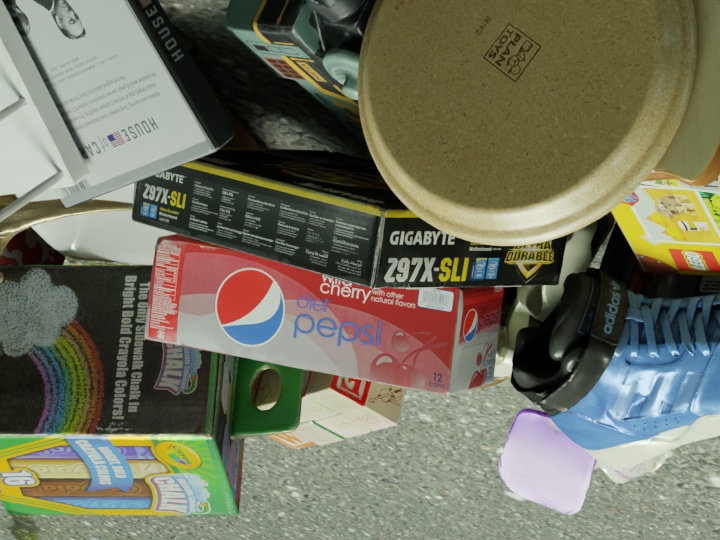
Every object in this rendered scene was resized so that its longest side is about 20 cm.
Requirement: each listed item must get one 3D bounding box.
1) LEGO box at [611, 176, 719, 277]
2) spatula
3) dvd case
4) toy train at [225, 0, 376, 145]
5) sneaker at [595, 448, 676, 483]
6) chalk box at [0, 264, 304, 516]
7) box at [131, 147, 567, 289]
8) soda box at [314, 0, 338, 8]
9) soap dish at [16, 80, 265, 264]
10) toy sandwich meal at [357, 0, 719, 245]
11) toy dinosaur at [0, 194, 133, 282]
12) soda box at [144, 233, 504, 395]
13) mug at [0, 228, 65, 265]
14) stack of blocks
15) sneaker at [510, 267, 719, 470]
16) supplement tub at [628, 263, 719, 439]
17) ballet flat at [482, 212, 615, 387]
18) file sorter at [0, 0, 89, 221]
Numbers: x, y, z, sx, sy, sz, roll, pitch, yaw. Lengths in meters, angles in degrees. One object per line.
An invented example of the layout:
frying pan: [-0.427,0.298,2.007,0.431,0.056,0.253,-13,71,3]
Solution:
LEGO box: [0.201,-0.074,1.540,0.148,0.078,0.200,3,153,25]
spatula: [0.132,0.051,1.702,0.056,0.201,0.021,20,-163,6]
dvd case: [-0.166,-0.138,1.572,0.150,0.025,0.201,-16,108,50]
toy train: [0.017,-0.112,1.579,0.114,0.086,0.200,12,162,42]
sneaker: [0.205,0.090,1.864,0.075,0.100,0.200,32,150,-27]
chalk box: [-0.134,0.077,1.826,0.199,0.125,0.124,1,152,5]
box: [-0.006,-0.031,1.634,0.199,0.050,0.159,16,-170,43]
soda box: [0.008,-0.201,1.395,0.063,0.071,0.200,25,154,-17]
soap dish: [-0.152,-0.080,1.739,0.157,0.082,0.200,2,152,27]
toy sandwich meal: [0.095,-0.101,1.442,0.204,0.206,0.070,2,170,28]
toy dinosaur: [-0.228,-0.023,1.704,0.199,0.101,0.058,-11,117,26]
soda box: [-0.021,0.022,1.658,0.199,0.064,0.070,10,-171,24]
mug: [-0.295,-0.062,1.860,0.133,0.178,0.200,-37,139,15]
stack of blocks: [0.008,0.039,1.857,0.058,0.116,0.200,30,152,-29]
sneaker: [0.167,0.039,1.605,0.111,0.077,0.200,35,141,-24]
supplement tub: [0.255,0.041,1.700,0.199,0.123,0.123,1,152,31]
ballet flat: [0.101,0.013,1.697,0.068,0.073,0.200,17,127,-19]
file sorter: [-0.273,-0.105,1.588,0.138,0.124,0.201,-4,118,51]
